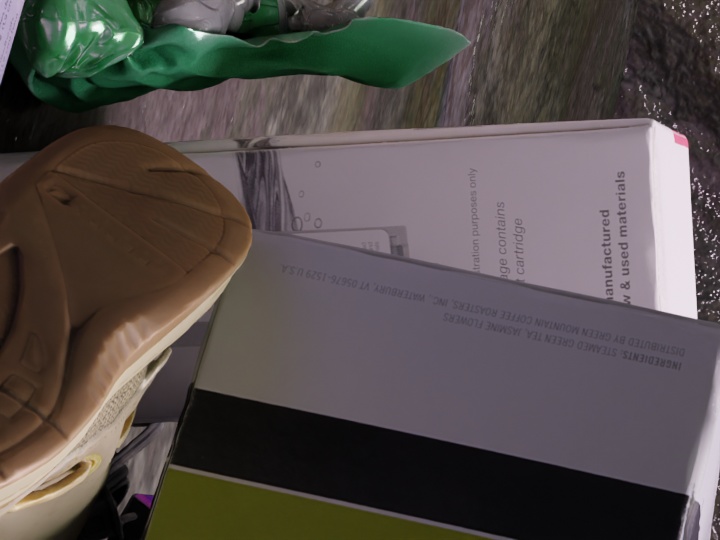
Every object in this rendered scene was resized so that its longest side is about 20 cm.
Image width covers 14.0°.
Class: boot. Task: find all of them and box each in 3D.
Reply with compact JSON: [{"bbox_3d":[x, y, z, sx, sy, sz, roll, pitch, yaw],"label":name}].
[{"bbox_3d":[-0.114,0.061,0.687,0.156,0.073,0.200,-59,171,33],"label":"boot"}]

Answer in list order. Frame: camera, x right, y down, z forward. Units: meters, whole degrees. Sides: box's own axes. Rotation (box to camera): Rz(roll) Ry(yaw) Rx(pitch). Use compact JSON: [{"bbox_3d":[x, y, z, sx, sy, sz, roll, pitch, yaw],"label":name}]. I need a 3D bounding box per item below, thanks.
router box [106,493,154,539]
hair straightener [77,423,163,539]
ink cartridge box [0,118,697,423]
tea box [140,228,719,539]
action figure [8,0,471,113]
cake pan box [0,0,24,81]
[{"bbox_3d":[-0.062,0.175,0.967,0.149,0.051,0.201,14,107,-56],"label":"router box"},{"bbox_3d":[-0.097,0.086,0.866,0.200,0.076,0.041,-47,122,-70],"label":"hair straightener"},{"bbox_3d":[0.000,0.000,0.902,0.146,0.198,0.083,-8,95,-80],"label":"ink cartridge box"},{"bbox_3d":[0.012,0.130,0.769,0.200,0.133,0.198,83,22,-62],"label":"tea box"},{"bbox_3d":[-0.053,-0.075,0.892,0.200,0.117,0.055,-16,99,-70],"label":"action figure"},{"bbox_3d":[-0.103,-0.121,0.626,0.184,0.052,0.201,46,58,-82],"label":"cake pan box"}]
